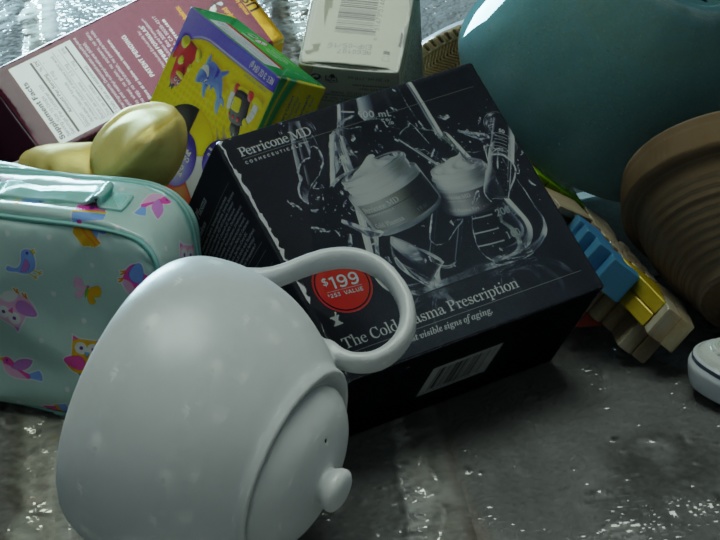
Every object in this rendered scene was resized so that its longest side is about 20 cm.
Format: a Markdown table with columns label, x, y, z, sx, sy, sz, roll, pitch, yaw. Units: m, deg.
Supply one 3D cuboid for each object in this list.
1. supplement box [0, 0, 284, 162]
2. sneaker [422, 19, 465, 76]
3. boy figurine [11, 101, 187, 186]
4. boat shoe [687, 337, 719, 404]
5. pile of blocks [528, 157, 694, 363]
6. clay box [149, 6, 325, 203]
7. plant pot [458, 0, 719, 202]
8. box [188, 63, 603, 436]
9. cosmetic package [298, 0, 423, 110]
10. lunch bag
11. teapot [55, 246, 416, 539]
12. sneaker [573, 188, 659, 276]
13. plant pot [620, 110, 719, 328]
| label | x | y | z | sx | sy | sz | roll | pitch | yaw |
| --- | --- | --- | --- | --- | --- | --- | --- | --- | --- |
| supplement box | -0.162 | -0.124 | 1.832 | 0.200 | 0.110 | 0.086 | -30 | 69 | -22 |
| sneaker | 0.039 | -0.145 | 1.977 | 0.200 | 0.071 | 0.113 | -34 | 20 | 12 |
| boy figurine | -0.182 | -0.042 | 1.720 | 0.124 | 0.200 | 0.064 | 39 | 38 | 5 |
| boat shoe | 0.303 | 0.049 | 1.609 | 0.201 | 0.086 | 0.075 | 10 | 30 | 25 |
| pile of blocks | 0.137 | -0.008 | 1.714 | 0.082 | 0.062 | 0.200 | 21 | 23 | -52 |
| clay box | -0.109 | -0.063 | 1.746 | 0.048 | 0.200 | 0.115 | 10 | 21 | -44 |
| plant pot | 0.186 | -0.164 | 1.753 | 0.200 | 0.135 | 0.201 | 18 | 44 | -18 |
| box | 0.018 | -0.011 | 1.651 | 0.200 | 0.104 | 0.182 | -20 | 68 | -28 |
| cosmetic package | 0.004 | -0.117 | 1.820 | 0.073 | 0.200 | 0.104 | 6 | 54 | 7 |
| lunch bag | -0.190 | 0.010 | 1.669 | 0.199 | 0.161 | 0.077 | 7 | 29 | 21 |
| teapot | -0.069 | 0.093 | 1.476 | 0.146 | 0.201 | 0.197 | 22 | 20 | 18 |
| sneaker | 0.165 | -0.048 | 1.834 | 0.199 | 0.071 | 0.099 | -1 | 32 | 15 |
| plant pot | 0.270 | -0.018 | 1.684 | 0.200 | 0.201 | 0.093 | 0 | 60 | 7 |
